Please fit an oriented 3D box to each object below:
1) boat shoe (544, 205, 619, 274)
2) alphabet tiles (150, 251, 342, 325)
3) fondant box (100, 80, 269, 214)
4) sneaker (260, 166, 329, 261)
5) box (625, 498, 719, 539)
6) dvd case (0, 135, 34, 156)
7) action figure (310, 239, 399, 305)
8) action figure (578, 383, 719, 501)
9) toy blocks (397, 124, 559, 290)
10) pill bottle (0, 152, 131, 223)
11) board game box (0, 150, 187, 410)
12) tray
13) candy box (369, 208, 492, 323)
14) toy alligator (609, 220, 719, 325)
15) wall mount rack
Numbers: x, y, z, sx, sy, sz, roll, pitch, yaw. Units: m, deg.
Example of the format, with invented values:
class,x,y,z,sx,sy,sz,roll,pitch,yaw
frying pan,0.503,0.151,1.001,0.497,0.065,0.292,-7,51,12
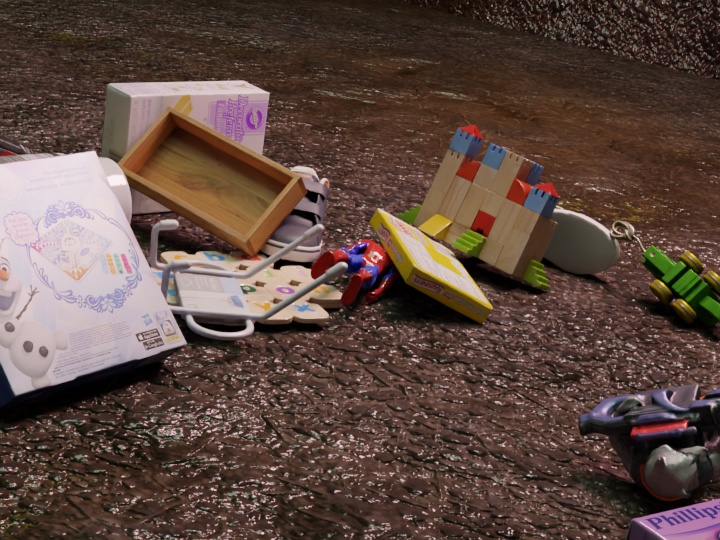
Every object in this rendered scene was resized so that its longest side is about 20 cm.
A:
class,x,y,z,sx,sy,sz,roll,pitch,yaw
boat shoe,0.234,-0.050,1.809,0.200,0.071,0.064,20,22,34
alphabet tiles,-0.122,0.019,1.527,0.199,0.015,0.196,-1,21,-28
fondant box,-0.211,-0.149,1.779,0.200,0.145,0.058,-8,24,-41
sneaker,-0.077,-0.069,1.692,0.078,0.080,0.200,10,16,-6
box,0.295,0.233,0.959,0.175,0.097,0.200,-5,22,-35
dvd case,-0.433,-0.102,1.492,0.146,0.022,0.200,-28,-12,12
action figure,0.000,0.000,1.574,0.065,0.052,0.200,35,15,11
action figure,0.298,0.137,1.243,0.199,0.105,0.193,-9,11,34
toy blocks,0.157,-0.081,1.723,0.200,0.137,0.100,29,6,35
pill bottle,-0.341,-0.060,1.505,0.200,0.114,0.114,-8,25,-42
board game box,-0.268,0.003,1.266,0.043,0.200,0.200,-32,-10,37
tray,-0.167,-0.100,1.653,0.200,0.037,0.099,29,70,28
candy box,0.074,-0.008,1.629,0.102,0.026,0.200,26,13,-18
toy alligator,0.359,0.010,1.693,0.200,0.059,0.054,47,-1,43
wall mount rack,-0.113,0.001,1.444,0.173,0.075,0.200,4,20,-15
